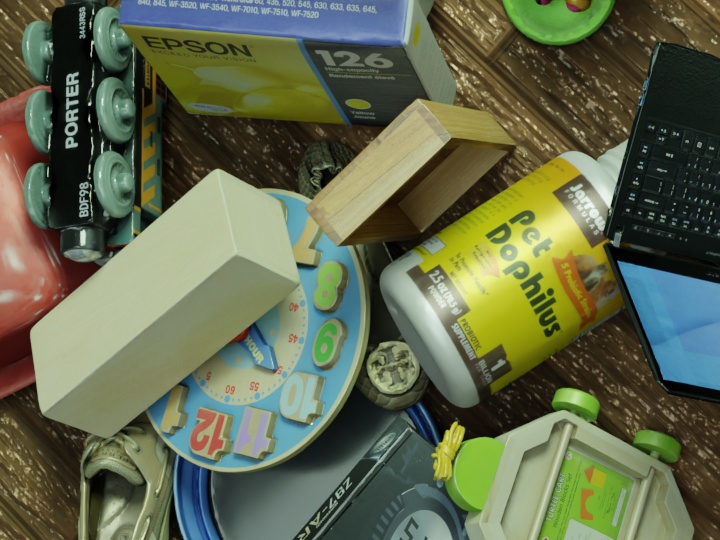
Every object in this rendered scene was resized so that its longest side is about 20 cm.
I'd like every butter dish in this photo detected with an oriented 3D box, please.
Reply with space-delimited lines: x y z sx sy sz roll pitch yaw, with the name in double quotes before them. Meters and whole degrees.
"butter dish" -0.282 -0.014 1.294 0.198 0.148 0.201 -26 85 15

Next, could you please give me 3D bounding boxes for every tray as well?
"tray" 0.037 -0.064 1.171 0.099 0.200 0.037 -43 80 14

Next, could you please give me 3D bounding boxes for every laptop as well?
"laptop" 0.252 -0.021 1.115 0.176 0.103 0.202 11 97 -30

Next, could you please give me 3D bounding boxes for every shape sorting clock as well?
"shape sorting clock" -0.080 0.040 1.240 0.199 0.039 0.202 -7 76 32

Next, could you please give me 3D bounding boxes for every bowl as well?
"bowl" -0.033 0.152 1.271 0.199 0.039 0.203 -2 83 13

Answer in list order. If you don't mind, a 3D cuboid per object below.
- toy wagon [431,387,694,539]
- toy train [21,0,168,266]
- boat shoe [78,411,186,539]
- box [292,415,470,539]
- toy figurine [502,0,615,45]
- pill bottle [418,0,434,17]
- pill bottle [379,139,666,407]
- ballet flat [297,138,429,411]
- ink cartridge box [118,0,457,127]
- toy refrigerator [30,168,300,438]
"toy wagon" 0.129 0.158 1.180 0.199 0.040 0.156 27 69 -16
"toy train" -0.181 -0.099 1.260 0.085 0.114 0.202 -9 74 22
"boat shoe" -0.168 0.139 1.283 0.071 0.065 0.202 0 69 13
"box" 0.050 0.224 1.209 0.200 0.044 0.160 42 89 -11
"toy figurine" 0.142 -0.243 1.142 0.150 0.184 0.201 35 102 12
"pill bottle" -0.048 -0.223 1.204 0.198 0.111 0.112 13 96 15
"pill bottle" 0.120 -0.004 1.179 0.199 0.109 0.110 -33 83 -6
"ballet flat" 0.000 0.000 1.244 0.067 0.046 0.202 -15 76 -3
"ink cartridge box" -0.051 -0.150 1.164 0.196 0.200 0.047 7 76 16
"toy refrigerator" -0.134 0.027 1.221 0.200 0.070 0.076 -38 48 25
